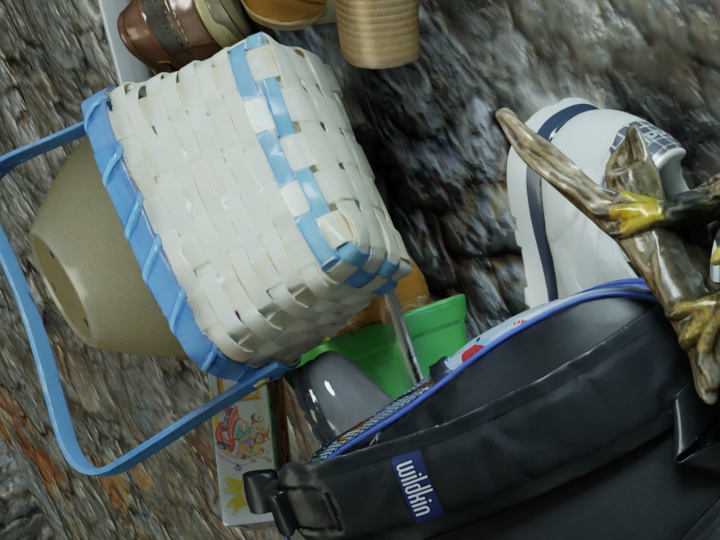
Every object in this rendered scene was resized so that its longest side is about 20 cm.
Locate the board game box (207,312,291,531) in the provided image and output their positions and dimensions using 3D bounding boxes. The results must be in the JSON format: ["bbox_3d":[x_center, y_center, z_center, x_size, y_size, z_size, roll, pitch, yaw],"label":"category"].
[{"bbox_3d":[-0.068,0.052,1.156,0.134,0.034,0.201,73,-169,-81],"label":"board game box"}]

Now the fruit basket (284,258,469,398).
[{"bbox_3d":[0.000,0.000,1.098,0.185,0.093,0.201,135,122,-75],"label":"fruit basket"}]

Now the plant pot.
[{"bbox_3d":[-0.157,-0.018,1.390,0.200,0.134,0.201,51,158,29],"label":"plant pot"}]

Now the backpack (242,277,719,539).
[{"bbox_3d":[0.092,0.100,0.758,0.200,0.190,0.154,53,-162,1],"label":"backpack"}]

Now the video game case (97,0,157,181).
[{"bbox_3d":[-0.127,-0.126,1.175,0.182,0.024,0.201,-89,-14,-78],"label":"video game case"}]

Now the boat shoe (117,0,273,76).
[{"bbox_3d":[-0.088,-0.130,1.083,0.200,0.067,0.072,30,-144,-82],"label":"boat shoe"}]

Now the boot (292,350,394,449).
[{"bbox_3d":[0.073,0.086,0.958,0.200,0.132,0.070,45,-160,-1],"label":"boot"}]

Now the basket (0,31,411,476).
[{"bbox_3d":[-0.087,-0.011,0.968,0.177,0.199,0.139,68,-167,14],"label":"basket"}]

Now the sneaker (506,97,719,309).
[{"bbox_3d":[0.122,0.023,0.846,0.080,0.076,0.201,19,137,49],"label":"sneaker"}]

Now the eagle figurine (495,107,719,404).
[{"bbox_3d":[0.156,-0.044,0.626,0.151,0.151,0.200,26,133,-20],"label":"eagle figurine"}]

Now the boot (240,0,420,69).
[{"bbox_3d":[-0.017,-0.187,0.932,0.201,0.071,0.145,-138,39,-64],"label":"boot"}]
